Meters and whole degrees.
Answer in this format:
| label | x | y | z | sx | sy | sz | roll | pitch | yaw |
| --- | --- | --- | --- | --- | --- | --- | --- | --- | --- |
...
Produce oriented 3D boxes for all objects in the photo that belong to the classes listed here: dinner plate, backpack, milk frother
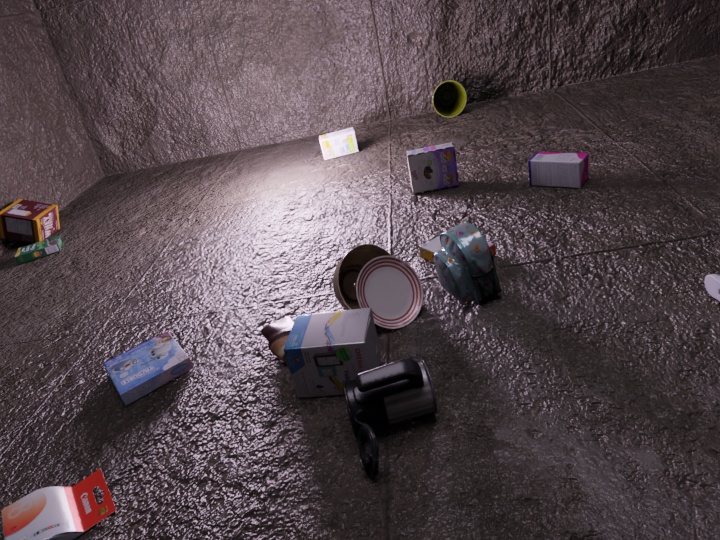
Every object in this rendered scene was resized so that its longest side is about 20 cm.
| label | x | y | z | sx | sy | sz | roll | pitch | yaw |
| --- | --- | --- | --- | --- | --- | --- | --- | --- | --- |
| dinner plate | 0.079 | 0.060 | 1.552 | 0.197 | 0.203 | 0.024 | -26 | -6 | -24 |
| backpack | 0.287 | -0.023 | 1.562 | 0.150 | 0.204 | 0.176 | -19 | 29 | -12 |
| milk frother | 0.070 | 0.300 | 1.165 | 0.184 | 0.181 | 0.204 | -15 | 70 | -3 |

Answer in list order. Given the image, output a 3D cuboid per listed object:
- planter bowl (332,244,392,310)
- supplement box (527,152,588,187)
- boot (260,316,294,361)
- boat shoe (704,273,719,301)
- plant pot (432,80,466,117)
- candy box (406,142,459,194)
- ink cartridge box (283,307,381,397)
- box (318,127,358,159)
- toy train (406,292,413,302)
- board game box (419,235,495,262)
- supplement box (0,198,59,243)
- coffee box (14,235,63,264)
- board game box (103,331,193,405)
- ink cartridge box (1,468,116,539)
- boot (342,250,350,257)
| label | x | y | z | sx | sy | sz | roll | pitch | yaw |
| --- | --- | --- | --- | --- | --- | --- | --- | --- | --- |
| planter bowl | 0.002 | 0.038 | 1.618 | 0.198 | 0.204 | 0.134 | -26 | 3 | -25 |
| supplement box | 0.747 | -0.382 | 2.131 | 0.197 | 0.105 | 0.101 | 10 | 34 | 39 |
| boot | -0.169 | 0.160 | 1.562 | 0.197 | 0.074 | 0.166 | -26 | 32 | -16 |
| boat shoe | 0.877 | 0.061 | 1.298 | 0.066 | 0.073 | 0.201 | -11 | 20 | 6 |
| plant pot | 0.516 | -1.020 | 3.326 | 0.195 | 0.205 | 0.194 | -9 | 22 | 7 |
| candy box | 0.297 | -0.420 | 2.328 | 0.195 | 0.171 | 0.072 | -9 | 27 | 6 |
| ink cartridge box | -0.061 | 0.198 | 1.365 | 0.195 | 0.150 | 0.147 | -7 | 27 | 12 |
| box | -0.119 | -0.689 | 3.067 | 0.195 | 0.115 | 0.102 | -13 | 28 | 0 |
| toy train | 0.113 | 0.036 | 1.662 | 0.055 | 0.042 | 0.200 | -6 | 36 | -29 |
| board game box | 0.306 | -0.062 | 1.800 | 0.151 | 0.041 | 0.199 | -27 | 31 | -24 |
| supplement box | -1.668 | -0.248 | 2.851 | 0.195 | 0.135 | 0.198 | 9 | 29 | -2 |
| coffee box | -1.515 | -0.099 | 2.666 | 0.196 | 0.045 | 0.123 | -20 | 29 | -13 |
| board game box | -0.597 | 0.267 | 1.586 | 0.198 | 0.044 | 0.198 | -29 | 33 | -27 |
| ink cartridge box | -0.625 | 0.498 | 1.167 | 0.198 | 0.051 | 0.161 | -31 | 33 | -25 |
| boot | 0.000 | 0.000 | 1.793 | 0.196 | 0.074 | 0.144 | 11 | 37 | 32 |
